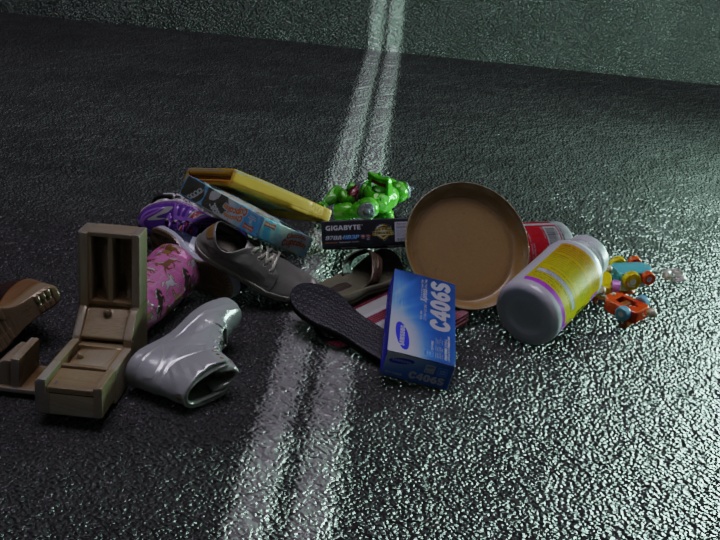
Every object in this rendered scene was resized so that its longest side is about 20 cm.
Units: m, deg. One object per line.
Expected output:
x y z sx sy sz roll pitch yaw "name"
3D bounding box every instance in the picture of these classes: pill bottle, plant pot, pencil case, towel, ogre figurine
0.237 -0.021 1.633 0.199 0.113 0.112 -3 25 -19 "pill bottle"
0.160 -0.036 1.541 0.199 0.201 0.027 -1 -13 -15 "plant pot"
-0.305 0.030 1.436 0.083 0.087 0.200 -20 13 25 "pencil case"
0.043 0.062 1.513 0.200 0.023 0.144 22 30 37 "towel"
0.296 0.021 1.516 0.104 0.105 0.200 21 40 32 "pill bottle"
0.011 -0.133 1.867 0.120 0.099 0.200 9 9 39 "ogre figurine"

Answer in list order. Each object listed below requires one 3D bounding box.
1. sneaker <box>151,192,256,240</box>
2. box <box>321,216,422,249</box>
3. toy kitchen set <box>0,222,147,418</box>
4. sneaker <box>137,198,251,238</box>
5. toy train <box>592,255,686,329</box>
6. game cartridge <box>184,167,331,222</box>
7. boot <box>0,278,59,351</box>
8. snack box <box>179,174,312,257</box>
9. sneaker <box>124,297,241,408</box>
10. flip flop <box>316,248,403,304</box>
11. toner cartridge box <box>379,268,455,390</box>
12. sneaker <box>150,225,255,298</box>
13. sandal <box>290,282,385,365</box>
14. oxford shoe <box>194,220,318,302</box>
-0.255 -0.088 1.749 0.199 0.076 0.116 20 18 12 "sneaker"
0.019 -0.059 1.648 0.158 0.046 0.200 -2 1 1 "box"
-0.366 0.054 1.234 0.162 0.181 0.200 5 19 2 "toy kitchen set"
-0.276 -0.070 1.649 0.199 0.081 0.083 12 7 14 "sneaker"
0.429 0.040 1.616 0.150 0.056 0.200 24 33 34 "toy train"
-0.175 -0.125 1.712 0.200 0.033 0.176 23 -8 -34 "game cartridge"
-0.510 0.068 1.325 0.166 0.073 0.200 -4 17 39 "boot"
-0.180 -0.085 1.572 0.200 0.037 0.116 29 4 39 "snack box"
-0.190 0.110 1.296 0.115 0.074 0.200 20 36 26 "sneaker"
0.000 0.000 1.549 0.081 0.058 0.200 18 26 32 "flip flop"
0.082 0.078 1.401 0.095 0.043 0.200 13 32 -4 "toner cartridge box"
-0.233 -0.023 1.583 0.200 0.070 0.108 30 37 31 "sneaker"
-0.024 0.085 1.427 0.200 0.045 0.075 34 46 23 "sandal"
-0.149 -0.012 1.500 0.199 0.058 0.075 27 40 -12 "oxford shoe"
